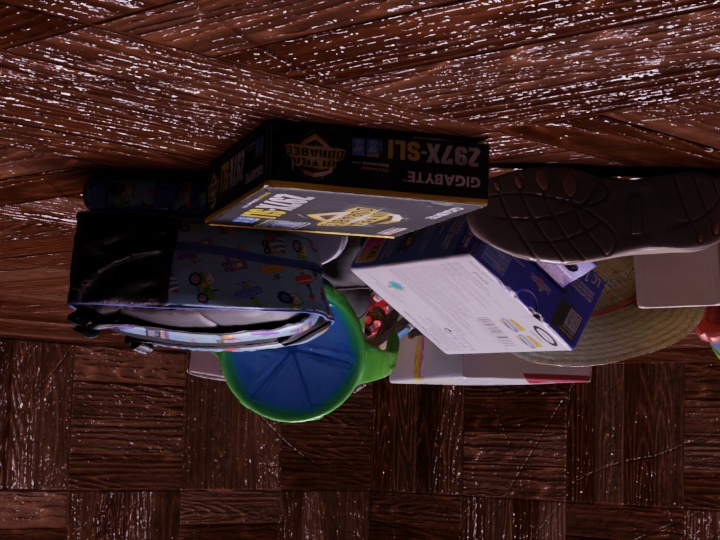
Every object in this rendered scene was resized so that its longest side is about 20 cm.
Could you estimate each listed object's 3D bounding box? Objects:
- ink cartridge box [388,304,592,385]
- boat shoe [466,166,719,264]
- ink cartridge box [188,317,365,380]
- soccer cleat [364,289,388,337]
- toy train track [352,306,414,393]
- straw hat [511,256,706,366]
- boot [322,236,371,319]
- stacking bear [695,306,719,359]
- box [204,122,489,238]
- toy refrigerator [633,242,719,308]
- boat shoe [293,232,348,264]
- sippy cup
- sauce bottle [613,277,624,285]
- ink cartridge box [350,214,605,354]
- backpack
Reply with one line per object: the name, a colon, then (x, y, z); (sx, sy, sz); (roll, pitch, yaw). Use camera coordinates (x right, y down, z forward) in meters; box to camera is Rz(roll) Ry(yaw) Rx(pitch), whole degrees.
ink cartridge box: (0.128, 0.044, 1.607); (0.145, 0.145, 0.200); (2, 175, -20)
boat shoe: (0.178, -0.037, 1.186); (0.199, 0.075, 0.073); (3, 174, 0)
ink cartridge box: (-0.088, 0.054, 1.747); (0.084, 0.147, 0.200); (4, 176, 42)
soccer cleat: (0.053, 0.026, 1.816); (0.085, 0.069, 0.200); (-43, -173, -25)
toy train track: (0.030, 0.051, 1.556); (0.032, 0.115, 0.200); (37, 141, -12)
straw hat: (0.210, 0.002, 1.410); (0.200, 0.085, 0.201); (-8, -154, 4)
boot: (0.001, 0.002, 1.591); (0.181, 0.073, 0.200); (17, 158, -42)
stacking bear: (0.389, 0.068, 1.506); (0.113, 0.122, 0.200); (-22, 131, 11)
box: (-0.016, -0.061, 1.137); (0.159, 0.050, 0.200); (6, 173, -18)
toy refrigerator: (0.309, -0.012, 1.306); (0.076, 0.070, 0.200); (-3, -178, 39)
boat shoe: (-0.108, -0.026, 1.424); (0.201, 0.075, 0.086); (-8, 178, 8)
sippy cup: (-0.062, 0.059, 1.484); (0.178, 0.140, 0.130); (46, -171, -10)
sauce bottle: (0.351, 0.012, 1.631); (0.199, 0.065, 0.065); (7, 172, -32)
ink cartridge box: (0.108, 0.004, 1.325); (0.136, 0.076, 0.200); (41, 156, -26)
backpack: (-0.121, -0.001, 1.288); (0.199, 0.135, 0.183); (1, 171, 11)
